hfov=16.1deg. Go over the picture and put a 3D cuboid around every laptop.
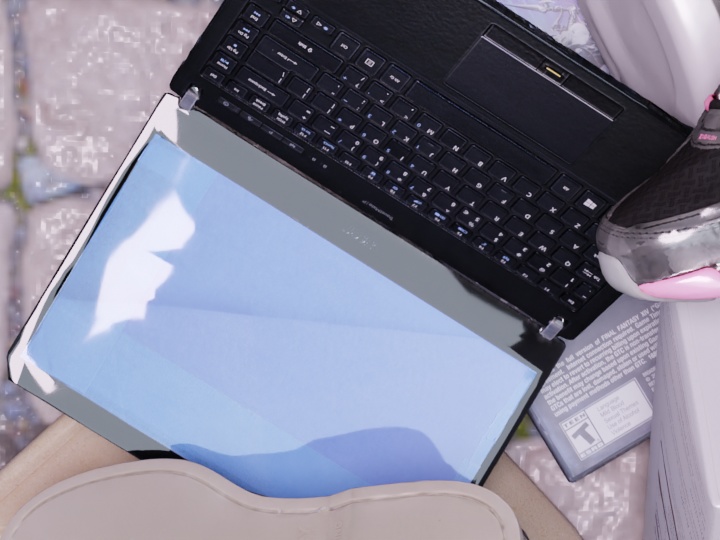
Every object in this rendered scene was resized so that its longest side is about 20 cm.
[{"bbox_3d":[0.000,0.000,0.875,0.177,0.104,0.200,31,143,-8],"label":"laptop"}]

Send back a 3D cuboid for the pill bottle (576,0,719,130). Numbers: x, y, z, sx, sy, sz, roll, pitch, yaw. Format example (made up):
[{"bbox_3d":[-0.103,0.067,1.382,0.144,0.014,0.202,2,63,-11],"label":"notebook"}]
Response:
[{"bbox_3d":[0.178,-0.126,0.877,0.199,0.111,0.112,-27,101,-7],"label":"pill bottle"}]

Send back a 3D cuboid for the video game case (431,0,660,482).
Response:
[{"bbox_3d":[0.088,-0.041,0.947,0.142,0.019,0.201,-31,100,5],"label":"video game case"}]

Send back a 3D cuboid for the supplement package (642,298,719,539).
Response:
[{"bbox_3d":[0.160,0.085,0.878,0.113,0.110,0.201,-4,142,-1],"label":"supplement package"}]

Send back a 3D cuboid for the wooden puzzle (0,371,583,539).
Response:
[{"bbox_3d":[-0.040,0.115,0.963,0.200,0.046,0.185,-42,99,7],"label":"wooden puzzle"}]

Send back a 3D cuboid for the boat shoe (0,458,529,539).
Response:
[{"bbox_3d":[-0.032,0.111,0.893,0.198,0.063,0.073,-2,58,21],"label":"boat shoe"}]

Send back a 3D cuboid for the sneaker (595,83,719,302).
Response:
[{"bbox_3d":[0.146,-0.069,0.791,0.199,0.079,0.096,-36,112,-12],"label":"sneaker"}]
